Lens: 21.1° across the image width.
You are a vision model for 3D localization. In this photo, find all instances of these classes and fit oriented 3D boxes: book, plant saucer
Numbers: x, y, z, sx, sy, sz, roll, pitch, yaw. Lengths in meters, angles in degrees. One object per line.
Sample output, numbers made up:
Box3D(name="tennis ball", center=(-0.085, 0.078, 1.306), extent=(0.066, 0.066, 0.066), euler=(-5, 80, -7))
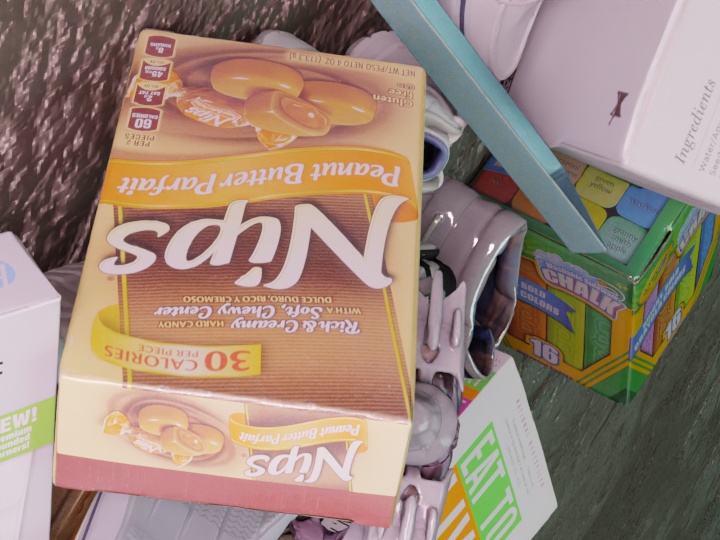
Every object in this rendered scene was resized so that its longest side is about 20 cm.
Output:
Box3D(name="book", center=(0.028, 0.153, 1.095), extent=(0.200, 0.048, 0.134), euler=(-47, 141, -28))
Box3D(name="plant saucer", center=(0.053, -0.082, 0.890), extent=(0.019, 0.070, 0.200), euler=(-34, 130, 12))

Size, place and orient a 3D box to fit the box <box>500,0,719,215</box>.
Box3D(name="box", center=(0.181, -0.137, 0.995), extent=(0.202, 0.130, 0.199), euler=(-69, -161, 5))

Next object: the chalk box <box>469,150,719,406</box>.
Box3D(name="chalk box", center=(0.145, -0.034, 1.196), extent=(0.124, 0.124, 0.201), euler=(-53, 156, -23))

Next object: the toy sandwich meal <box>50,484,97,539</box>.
Box3D(name="toy sandwich meal", center=(-0.085, 0.104, 0.841), extent=(0.206, 0.070, 0.205), euler=(-57, 172, -13))

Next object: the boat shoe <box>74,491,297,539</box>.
Box3D(name="boat shoe", center=(-0.076, 0.099, 0.704), extent=(0.067, 0.073, 0.201), euler=(-38, -166, 45))

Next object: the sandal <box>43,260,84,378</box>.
Box3D(name="sandal", center=(-0.102, 0.029, 0.747), extent=(0.202, 0.082, 0.050), euler=(-17, 112, -47))

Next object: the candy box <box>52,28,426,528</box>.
Box3D(name="candy box", center=(-0.037, -0.004, 0.693), extent=(0.201, 0.114, 0.056), euler=(-86, -176, -50))

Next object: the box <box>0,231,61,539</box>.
Box3D(name="box", center=(-0.177, 0.094, 0.631), extent=(0.155, 0.041, 0.201), euler=(-17, 135, -31))

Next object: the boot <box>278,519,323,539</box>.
Box3D(name="boot", center=(0.003, 0.141, 1.151), extent=(0.154, 0.072, 0.202), euler=(-14, 128, -60))

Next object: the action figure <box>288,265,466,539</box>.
Box3D(name="action figure", center=(0.008, 0.065, 0.789), extent=(0.200, 0.069, 0.131), euler=(105, 4, -82))

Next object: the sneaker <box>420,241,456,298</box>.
Box3D(name="sneaker", center=(0.000, 0.000, 0.912), extent=(0.200, 0.087, 0.076), euler=(61, 23, -74))

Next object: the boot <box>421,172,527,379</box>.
Box3D(name="boot", center=(0.024, 0.042, 1.039), extent=(0.073, 0.095, 0.202), euler=(-30, 142, -54))

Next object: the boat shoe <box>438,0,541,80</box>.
Box3D(name="boat shoe", center=(0.084, -0.163, 0.949), extent=(0.074, 0.066, 0.201), euler=(-45, 153, -38))

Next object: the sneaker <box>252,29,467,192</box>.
Box3D(name="sneaker", center=(0.012, -0.064, 0.894), extent=(0.200, 0.087, 0.075), euler=(-18, 131, -63))
